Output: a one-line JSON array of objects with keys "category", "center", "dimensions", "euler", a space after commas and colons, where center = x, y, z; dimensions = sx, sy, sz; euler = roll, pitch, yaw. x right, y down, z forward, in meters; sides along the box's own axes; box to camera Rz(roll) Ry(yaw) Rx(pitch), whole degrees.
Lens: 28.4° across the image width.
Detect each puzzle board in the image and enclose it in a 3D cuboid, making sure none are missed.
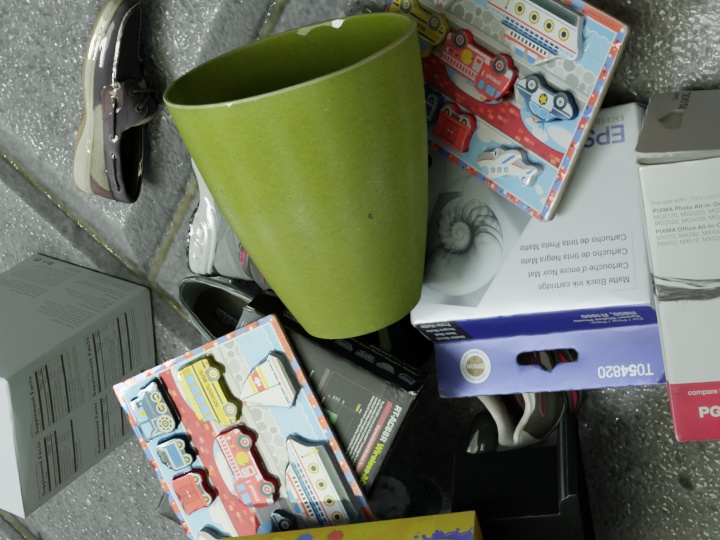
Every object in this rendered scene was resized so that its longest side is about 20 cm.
[{"category": "puzzle board", "center": [-0.086, 0.151, 1.094], "dimensions": [0.150, 0.017, 0.201], "euler": [-24, 97, 19]}, {"category": "puzzle board", "center": [0.088, -0.149, 1.034], "dimensions": [0.200, 0.017, 0.152], "euler": [37, 121, 31]}]

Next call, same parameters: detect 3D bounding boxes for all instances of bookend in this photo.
[{"category": "bookend", "center": [0.086, 0.225, 1.126], "dimensions": [0.198, 0.092, 0.200], "euler": [-7, 125, 12]}]

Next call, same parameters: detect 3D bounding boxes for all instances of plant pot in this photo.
[{"category": "plant pot", "center": [-0.023, -0.061, 1.035], "dimensions": [0.186, 0.187, 0.202], "euler": [-2, 115, 35]}]

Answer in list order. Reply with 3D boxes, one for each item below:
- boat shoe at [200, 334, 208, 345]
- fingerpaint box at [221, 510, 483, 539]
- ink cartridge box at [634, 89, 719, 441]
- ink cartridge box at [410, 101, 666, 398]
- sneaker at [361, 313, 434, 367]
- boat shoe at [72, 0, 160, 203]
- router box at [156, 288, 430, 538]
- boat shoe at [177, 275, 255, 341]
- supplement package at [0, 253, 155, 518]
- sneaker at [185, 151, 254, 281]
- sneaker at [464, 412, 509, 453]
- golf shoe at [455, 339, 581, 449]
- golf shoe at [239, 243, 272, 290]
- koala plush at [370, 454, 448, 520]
[{"category": "boat shoe", "center": [-0.067, 0.087, 1.280], "dimensions": [0.199, 0.073, 0.062], "euler": [8, 122, 37]}, {"category": "fingerpaint box", "center": [0.006, 0.272, 1.067], "dimensions": [0.198, 0.074, 0.168], "euler": [-9, 124, 13]}, {"category": "ink cartridge box", "center": [0.243, -0.009, 0.962], "dimensions": [0.083, 0.145, 0.202], "euler": [-5, 112, 18]}, {"category": "ink cartridge box", "center": [0.127, -0.010, 1.058], "dimensions": [0.198, 0.040, 0.202], "euler": [-8, 84, 32]}, {"category": "sneaker", "center": [0.000, 0.000, 1.189], "dimensions": [0.082, 0.072, 0.202], "euler": [0, 113, 35]}, {"category": "boat shoe", "center": [-0.208, -0.149, 1.259], "dimensions": [0.064, 0.072, 0.201], "euler": [21, 122, 9]}, {"category": "router box", "center": [-0.053, 0.136, 1.124], "dimensions": [0.149, 0.062, 0.201], "euler": [28, 108, 8]}, {"category": "boat shoe", "center": [-0.086, 0.065, 1.232], "dimensions": [0.199, 0.071, 0.073], "euler": [25, 86, 32]}, {"category": "supplement package", "center": [-0.317, 0.105, 1.373], "dimensions": [0.151, 0.200, 0.152], "euler": [15, 121, 28]}, {"category": "sneaker", "center": [-0.103, -0.078, 1.227], "dimensions": [0.079, 0.074, 0.202], "euler": [14, 126, 15]}, {"category": "sneaker", "center": [0.132, 0.208, 1.219], "dimensions": [0.079, 0.074, 0.202], "euler": [-2, 118, 19]}, {"category": "golf shoe", "center": [0.109, 0.043, 1.129], "dimensions": [0.077, 0.088, 0.201], "euler": [-22, 99, 41]}, {"category": "golf shoe", "center": [-0.051, -0.071, 1.149], "dimensions": [0.088, 0.076, 0.202], "euler": [-127, 36, -60]}, {"category": "koala plush", "center": [-0.029, 0.214, 1.255], "dimensions": [0.198, 0.177, 0.186], "euler": [-11, 75, 14]}]
